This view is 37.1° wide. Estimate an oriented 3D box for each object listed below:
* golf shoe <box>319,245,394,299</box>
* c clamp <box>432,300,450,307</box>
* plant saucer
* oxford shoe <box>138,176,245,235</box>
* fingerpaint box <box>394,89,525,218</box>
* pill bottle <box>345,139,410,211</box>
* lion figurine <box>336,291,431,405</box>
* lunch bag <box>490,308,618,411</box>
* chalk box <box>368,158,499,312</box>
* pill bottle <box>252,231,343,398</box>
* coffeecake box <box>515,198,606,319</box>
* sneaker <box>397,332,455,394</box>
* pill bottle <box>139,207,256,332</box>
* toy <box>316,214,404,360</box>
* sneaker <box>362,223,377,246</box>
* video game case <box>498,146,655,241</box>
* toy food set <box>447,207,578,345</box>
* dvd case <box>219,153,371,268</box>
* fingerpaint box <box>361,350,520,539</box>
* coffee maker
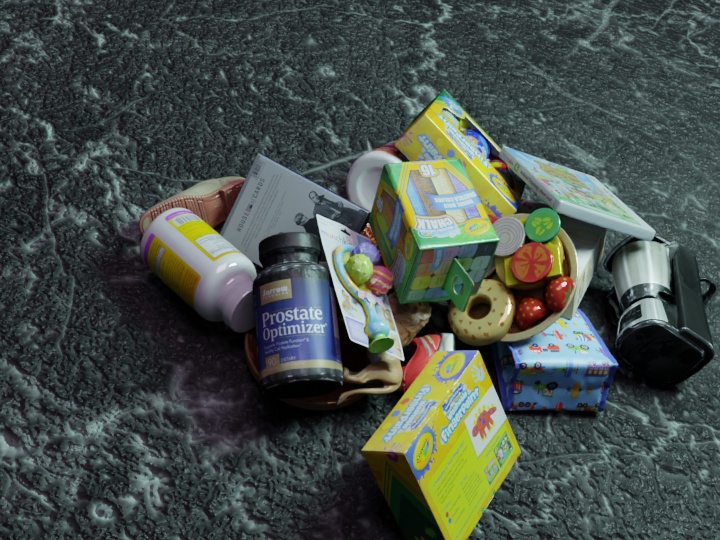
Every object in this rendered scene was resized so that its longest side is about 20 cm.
[{"bbox_3d":[0.000,0.000,1.546,0.198,0.089,0.077,10,18,-42],"label":"golf shoe"},{"bbox_3d":[0.138,-0.017,1.623,0.198,0.027,0.174,6,69,-50],"label":"c clamp"},{"bbox_3d":[-0.066,0.113,1.506,0.197,0.033,0.202,7,47,-8],"label":"plant saucer"},{"bbox_3d":[-0.255,-0.096,1.654,0.198,0.072,0.074,-18,28,-28],"label":"oxford shoe"},{"bbox_3d":[0.161,-0.168,1.658,0.200,0.073,0.167,46,26,-5],"label":"fingerpaint box"},{"bbox_3d":[0.061,-0.147,1.705,0.112,0.114,0.200,27,23,13],"label":"pill bottle"},{"bbox_3d":[0.031,0.109,1.476,0.121,0.073,0.203,18,58,-13],"label":"lion figurine"},{"bbox_3d":[0.269,0.104,1.570,0.148,0.095,0.201,2,37,-8],"label":"lunch bag"},{"bbox_3d":[0.103,-0.037,1.473,0.122,0.125,0.202,-5,52,-19],"label":"chalk box"},{"bbox_3d":[-0.085,0.059,1.408,0.110,0.112,0.203,-2,72,-15],"label":"pill bottle"},{"bbox_3d":[0.284,-0.024,1.657,0.151,0.074,0.200,15,34,20],"label":"coffeecake box"},{"bbox_3d":[0.087,0.169,1.478,0.083,0.078,0.201,-2,39,12],"label":"sneaker"},{"bbox_3d":[-0.216,0.002,1.513,0.104,0.105,0.199,-28,51,-34],"label":"pill bottle"},{"bbox_3d":[0.012,0.014,1.428,0.114,0.047,0.203,24,43,-45],"label":"toy"},{"bbox_3d":[0.061,-0.033,1.655,0.197,0.077,0.074,20,86,-15],"label":"sneaker"},{"bbox_3d":[0.327,-0.117,1.625,0.198,0.022,0.183,14,25,-31],"label":"video game case"},{"bbox_3d":[0.212,0.005,1.523,0.197,0.049,0.201,-15,61,24],"label":"toy food set"},{"bbox_3d":[-0.102,-0.064,1.606,0.198,0.152,0.025,28,4,15],"label":"dvd case"},{"bbox_3d":[0.105,0.226,1.343,0.073,0.169,0.200,-5,30,40],"label":"fingerpaint box"},{"bbox_3d":[0.469,0.062,1.617,0.189,0.136,0.202,11,45,-4],"label":"coffee maker"}]
